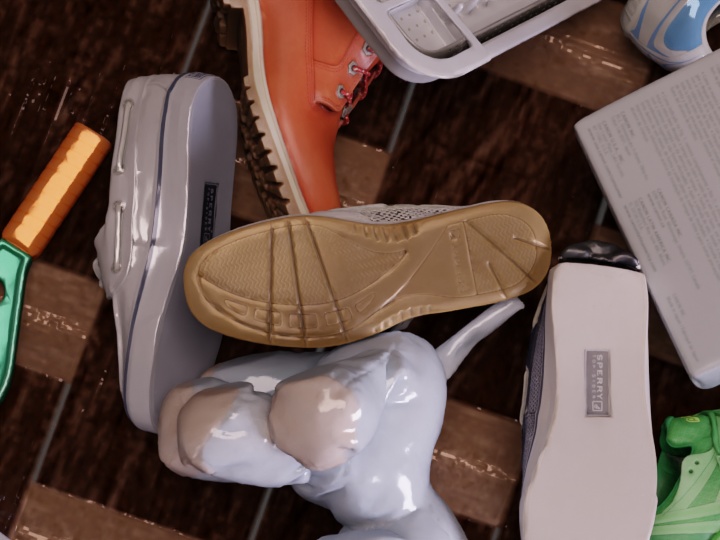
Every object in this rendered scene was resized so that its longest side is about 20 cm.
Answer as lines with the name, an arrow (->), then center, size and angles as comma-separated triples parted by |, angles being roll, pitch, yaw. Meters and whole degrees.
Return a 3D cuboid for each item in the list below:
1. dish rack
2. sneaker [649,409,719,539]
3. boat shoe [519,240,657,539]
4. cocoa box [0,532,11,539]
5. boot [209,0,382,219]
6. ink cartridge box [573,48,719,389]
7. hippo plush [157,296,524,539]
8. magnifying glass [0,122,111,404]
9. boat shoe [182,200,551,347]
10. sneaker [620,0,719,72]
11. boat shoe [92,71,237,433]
dish rack -> 0.043, -0.191, 1.521 | 0.200, 0.044, 0.172 | -30, 79, -39
sneaker -> 0.208, 0.102, 1.483 | 0.200, 0.074, 0.084 | -40, 87, -11
boat shoe -> 0.122, 0.091, 1.470 | 0.075, 0.093, 0.200 | 8, 78, -1
cocoa box -> -0.200, 0.211, 1.401 | 0.200, 0.133, 0.131 | 36, 78, 5
boot -> -0.020, -0.107, 1.518 | 0.107, 0.075, 0.200 | -8, 77, -10
ink cartridge box -> 0.238, -0.051, 1.463 | 0.200, 0.047, 0.160 | -26, 73, 9
hippo plush -> -0.011, 0.122, 1.451 | 0.200, 0.159, 0.161 | -22, 100, -51
magnifying glass -> -0.203, 0.006, 1.505 | 0.080, 0.022, 0.200 | 32, 77, 4
boat shoe -> 0.000, 0.000, 1.462 | 0.200, 0.069, 0.071 | -6, 96, -12
sneaker -> 0.230, -0.194, 1.553 | 0.072, 0.072, 0.200 | 38, 81, 5
boat shoe -> -0.114, -0.010, 1.498 | 0.065, 0.074, 0.200 | 4, 81, 28
